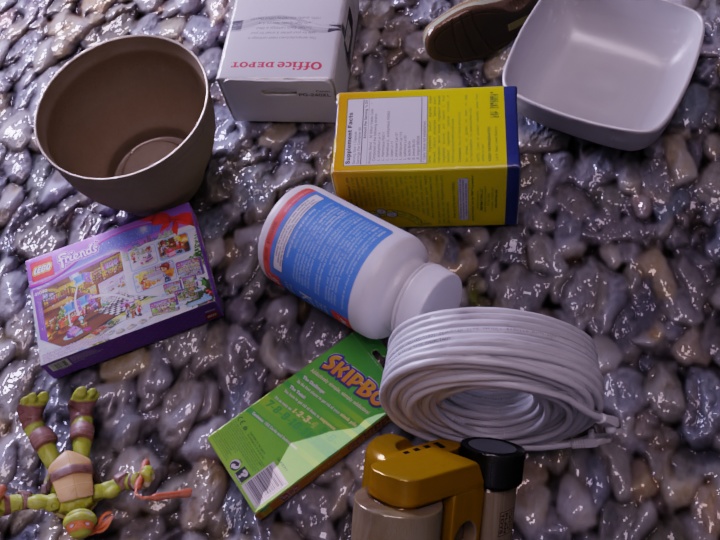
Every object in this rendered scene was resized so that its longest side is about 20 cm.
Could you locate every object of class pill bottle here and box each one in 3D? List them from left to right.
[{"bbox_3d":[0.000,0.000,0.910,0.198,0.113,0.113,29,68,31],"label":"pill bottle"}]

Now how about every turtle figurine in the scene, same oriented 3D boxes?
[{"bbox_3d":[-0.274,0.196,0.880,0.196,0.065,0.163,-10,53,-19],"label":"turtle figurine"}]

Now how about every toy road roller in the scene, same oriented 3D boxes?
[{"bbox_3d":[0.040,0.206,0.761,0.144,0.198,0.126,10,98,40],"label":"toy road roller"}]

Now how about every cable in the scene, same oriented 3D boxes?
[{"bbox_3d":[0.115,0.098,0.796,0.197,0.200,0.070,-11,54,28],"label":"cable"}]

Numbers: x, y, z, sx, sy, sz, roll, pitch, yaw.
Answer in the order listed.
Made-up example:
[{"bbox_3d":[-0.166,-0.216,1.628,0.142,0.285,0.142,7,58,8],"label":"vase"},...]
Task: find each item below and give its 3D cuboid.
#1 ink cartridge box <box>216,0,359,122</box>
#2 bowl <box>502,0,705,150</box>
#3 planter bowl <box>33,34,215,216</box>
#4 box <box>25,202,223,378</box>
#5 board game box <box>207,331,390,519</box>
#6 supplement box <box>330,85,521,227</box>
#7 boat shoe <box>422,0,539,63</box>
[{"bbox_3d":[-0.084,-0.285,1.115,0.142,0.084,0.203,2,61,9],"label":"ink cartridge box"},{"bbox_3d":[0.276,-0.228,1.033,0.197,0.075,0.202,22,65,20],"label":"bowl"},{"bbox_3d":[-0.253,-0.147,1.032,0.196,0.135,0.203,-3,60,6],"label":"planter bowl"},{"bbox_3d":[-0.262,0.020,0.992,0.197,0.039,0.138,-20,60,-3],"label":"box"},{"bbox_3d":[-0.045,0.146,0.894,0.199,0.030,0.096,-36,61,-10],"label":"board game box"},{"bbox_3d":[0.073,-0.121,0.982,0.196,0.110,0.111,0,60,7],"label":"supplement box"},{"bbox_3d":[0.160,-0.317,1.114,0.197,0.072,0.077,-20,44,-12],"label":"boat shoe"}]
